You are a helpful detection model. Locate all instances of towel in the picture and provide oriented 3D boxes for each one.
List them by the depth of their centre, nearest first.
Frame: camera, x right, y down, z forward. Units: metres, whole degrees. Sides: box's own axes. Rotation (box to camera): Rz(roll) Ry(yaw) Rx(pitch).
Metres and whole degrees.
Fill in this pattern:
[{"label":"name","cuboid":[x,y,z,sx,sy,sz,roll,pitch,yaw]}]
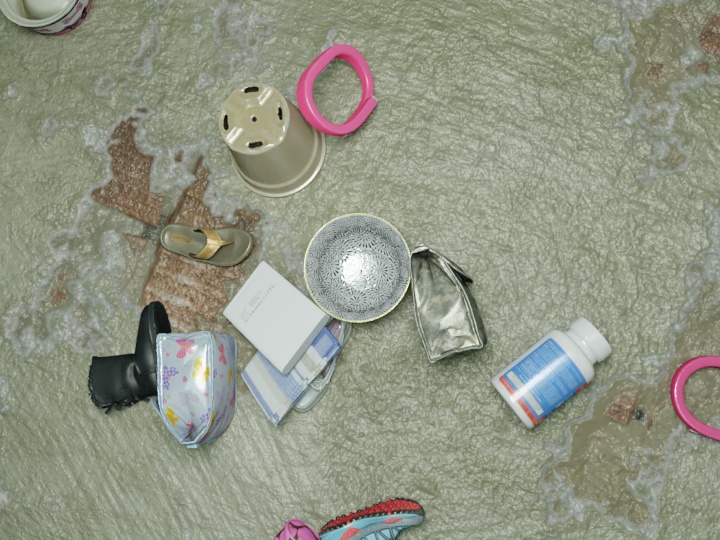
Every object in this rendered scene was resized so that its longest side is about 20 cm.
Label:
[{"label":"towel","cuboid":[-0.132,0.170,1.259,0.200,0.024,0.147,-51,51,7]}]

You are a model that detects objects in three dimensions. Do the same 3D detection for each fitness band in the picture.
[{"label":"fitness band","cuboid":[0.647,0.229,1.182,0.198,0.037,0.145,14,84,8]},{"label":"fitness band","cuboid":[-0.041,-0.342,1.284,0.144,0.037,0.200,50,54,-24]}]

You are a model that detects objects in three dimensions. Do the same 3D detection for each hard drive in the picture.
[{"label":"hard drive","cuboid":[-0.162,0.085,1.271,0.200,0.027,0.132,37,88,36]}]

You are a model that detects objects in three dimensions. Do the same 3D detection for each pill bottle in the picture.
[{"label":"pill bottle","cuboid":[0.339,0.176,1.190,0.200,0.112,0.112,-39,79,2]}]

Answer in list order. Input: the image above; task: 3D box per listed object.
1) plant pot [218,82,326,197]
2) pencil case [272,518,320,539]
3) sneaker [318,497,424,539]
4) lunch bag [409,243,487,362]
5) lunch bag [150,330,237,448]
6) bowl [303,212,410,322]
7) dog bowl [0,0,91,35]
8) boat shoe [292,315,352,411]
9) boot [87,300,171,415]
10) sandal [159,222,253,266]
[{"label":"plant pot","cuboid":[-0.178,-0.258,1.282,0.199,0.183,0.202,-1,82,7]},{"label":"pencil case","cuboid":[-0.160,0.548,1.214,0.091,0.094,0.200,39,88,11]},{"label":"sneaker","cuboid":[0.029,0.477,1.217,0.199,0.079,0.096,-21,89,13]},{"label":"lunch bag","cuboid":[0.150,0.052,1.206,0.117,0.164,0.201,-19,81,10]},{"label":"lunch bag","cuboid":[-0.301,0.217,1.239,0.126,0.170,0.202,-5,82,5]},{"label":"bowl","cuboid":[0.000,0.000,1.268,0.199,0.094,0.203,-1,82,8]},{"label":"dog bowl","cuboid":[-0.670,-0.600,1.449,0.198,0.074,0.202,-1,83,8]},{"label":"boat shoe","cuboid":[-0.080,0.170,1.269,0.074,0.065,0.203,30,87,10]},{"label":"boot","cuboid":[-0.450,0.171,1.318,0.161,0.073,0.200,-13,81,9]},{"label":"sandal","cuboid":[-0.311,-0.056,1.336,0.198,0.054,0.081,10,84,9]}]
